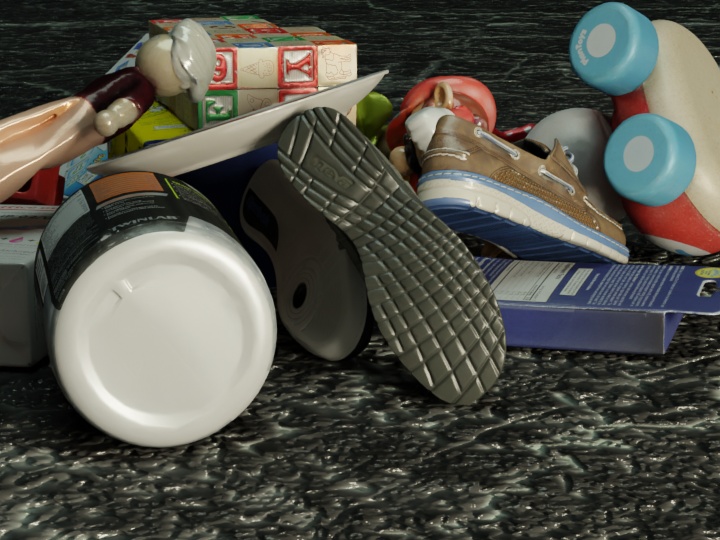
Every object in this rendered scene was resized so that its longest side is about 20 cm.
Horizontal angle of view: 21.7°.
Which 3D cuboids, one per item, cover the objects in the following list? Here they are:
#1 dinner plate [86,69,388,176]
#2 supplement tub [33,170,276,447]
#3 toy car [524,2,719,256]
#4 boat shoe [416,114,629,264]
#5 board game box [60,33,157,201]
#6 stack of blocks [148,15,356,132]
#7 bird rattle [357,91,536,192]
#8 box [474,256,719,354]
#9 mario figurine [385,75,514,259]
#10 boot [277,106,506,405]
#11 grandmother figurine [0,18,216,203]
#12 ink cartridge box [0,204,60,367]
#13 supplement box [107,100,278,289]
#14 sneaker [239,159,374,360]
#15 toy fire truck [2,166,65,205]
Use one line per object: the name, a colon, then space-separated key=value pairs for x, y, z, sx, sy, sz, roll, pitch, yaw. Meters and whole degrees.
dinner plate: x=-0.074 y=-0.087 z=1.177 sx=0.198 sy=0.024 sz=0.200 roll=-19 pitch=7 yaw=2
supplement tub: x=-0.121 y=0.013 z=1.057 sx=0.121 sy=0.124 sz=0.200 roll=-4 pitch=14 yaw=-11
toy car: x=0.185 y=-0.067 z=1.382 sx=0.199 sy=0.178 sz=0.184 roll=-32 pitch=-32 yaw=32
boat shoe: x=0.116 y=-0.051 z=1.241 sx=0.072 sy=0.073 sz=0.199 roll=-5 pitch=-17 yaw=39
board game box: x=-0.197 y=-0.119 z=1.567 sx=0.126 sy=0.035 sz=0.200 roll=14 pitch=54 yaw=45
stack of blocks: x=-0.083 y=-0.147 z=1.376 sx=0.114 sy=0.059 sz=0.200 roll=-4 pitch=14 yaw=-16
bird rattle: x=0.054 y=-0.099 z=1.566 sx=0.198 sy=0.114 sz=0.163 roll=4 pitch=-3 yaw=4
box: x=0.136 y=0.021 z=1.198 sx=0.198 sy=0.033 sz=0.121 roll=1 pitch=14 yaw=17
mario figurine: x=0.063 y=-0.070 z=1.391 sx=0.105 sy=0.124 sz=0.200 roll=6 pitch=27 yaw=-20
boot: x=0.033 y=-0.010 z=1.116 sx=0.067 sy=0.201 sz=0.131 roll=-36 pitch=-15 yaw=9
grandmother figurine: x=-0.175 y=-0.100 z=1.210 sx=0.199 sy=0.061 sz=0.121 roll=-35 pitch=26 yaw=-21
ink cartridge box: x=-0.227 y=0.001 z=1.223 sx=0.114 sy=0.069 sz=0.200 roll=2 pitch=14 yaw=14
supplement box: x=-0.119 y=-0.059 z=1.376 sx=0.108 sy=0.110 sz=0.200 roll=-4 pitch=14 yaw=-15
sneaker: x=0.000 y=0.000 z=1.215 sx=0.111 sy=0.073 sz=0.200 roll=22 pitch=22 yaw=-30
toy fire truck: x=-0.295 y=-0.065 z=1.418 sx=0.198 sy=0.049 sz=0.141 roll=3 pitch=-11 yaw=21
